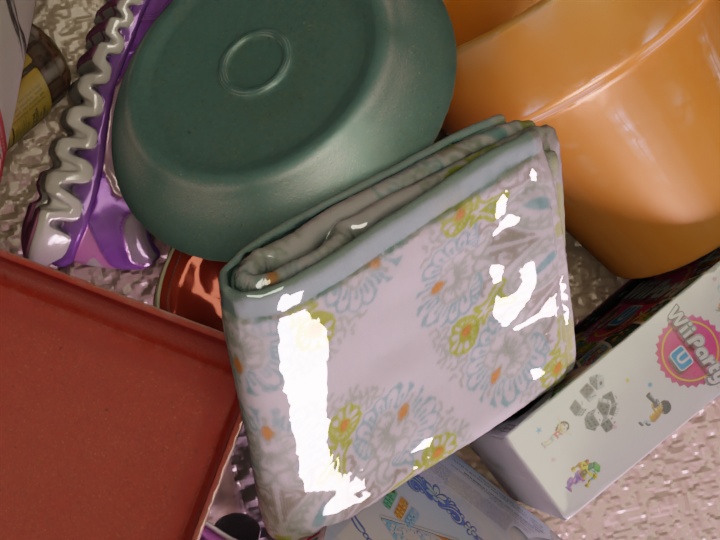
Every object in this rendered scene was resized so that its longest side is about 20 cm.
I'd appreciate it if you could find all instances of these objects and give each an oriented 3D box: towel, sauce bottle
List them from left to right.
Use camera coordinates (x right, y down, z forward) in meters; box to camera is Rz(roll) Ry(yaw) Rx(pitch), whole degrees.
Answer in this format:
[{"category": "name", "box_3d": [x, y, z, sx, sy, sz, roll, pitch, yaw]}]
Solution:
[{"category": "sauce bottle", "box_3d": [-0.249, -0.064, 0.974, 0.065, 0.065, 0.200, 47, 60, -6]}, {"category": "towel", "box_3d": [0.025, 0.030, 0.885, 0.200, 0.048, 0.172, -28, 130, -24]}]

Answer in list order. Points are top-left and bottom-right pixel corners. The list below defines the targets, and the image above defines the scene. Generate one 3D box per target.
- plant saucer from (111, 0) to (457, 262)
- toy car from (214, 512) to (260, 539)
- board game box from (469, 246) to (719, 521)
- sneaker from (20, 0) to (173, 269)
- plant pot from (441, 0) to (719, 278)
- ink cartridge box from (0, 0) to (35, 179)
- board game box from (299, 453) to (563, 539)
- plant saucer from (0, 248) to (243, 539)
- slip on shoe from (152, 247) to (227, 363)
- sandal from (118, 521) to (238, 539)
[{"category": "plant saucer", "box_3d": [-0.049, -0.100, 0.916, 0.199, 0.036, 0.201, -11, 59, 18]}, {"category": "toy car", "box_3d": [-0.074, 0.244, 1.016, 0.164, 0.158, 0.200, 27, 59, -2]}, {"category": "board game box", "box_3d": [0.162, 0.055, 1.028, 0.200, 0.148, 0.064, -38, 93, -8]}, {"category": "sneaker", "box_3d": [-0.129, -0.087, 1.024, 0.088, 0.080, 0.201, 18, 91, -15]}, {"category": "plant pot", "box_3d": [0.149, -0.104, 1.012, 0.200, 0.200, 0.184, -38, 107, -7]}, {"category": "ink cartridge box", "box_3d": [-0.257, -0.128, 0.934, 0.145, 0.085, 0.201, -2, 51, 3]}, {"category": "board game box", "box_3d": [0.048, 0.181, 0.975, 0.200, 0.199, 0.043, 39, 115, -15]}, {"category": "plant saucer", "box_3d": [-0.164, 0.104, 0.911, 0.199, 0.037, 0.201, 19, 86, 18]}, {"category": "slip on shoe", "box_3d": [-0.037, -0.033, 0.930, 0.074, 0.061, 0.200, 43, 85, -7]}, {"category": "sandal", "box_3d": [-0.042, 0.180, 0.955, 0.202, 0.050, 0.083, 25, 44, -27]}]
